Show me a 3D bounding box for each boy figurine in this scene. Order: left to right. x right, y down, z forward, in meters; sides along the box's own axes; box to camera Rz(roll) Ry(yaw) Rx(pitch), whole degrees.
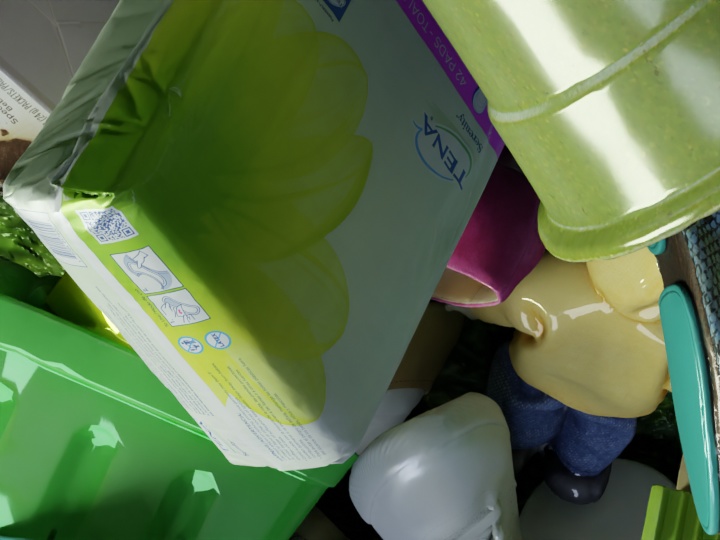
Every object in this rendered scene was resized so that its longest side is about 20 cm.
[{"bbox_3d":[0.099,0.023,0.885,0.124,0.065,0.200,18,141,0],"label":"boy figurine"}]

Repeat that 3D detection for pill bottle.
[{"bbox_3d":[0.131,0.185,1.027,0.110,0.111,0.200,3,139,18],"label":"pill bottle"}]

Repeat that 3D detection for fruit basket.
[{"bbox_3d":[-0.092,0.022,0.859,0.215,0.216,0.155,25,177,-9],"label":"fruit basket"}]

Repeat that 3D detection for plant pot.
[{"bbox_3d":[0.068,-0.138,0.629,0.190,0.200,0.200,45,136,-13],"label":"plant pot"}]

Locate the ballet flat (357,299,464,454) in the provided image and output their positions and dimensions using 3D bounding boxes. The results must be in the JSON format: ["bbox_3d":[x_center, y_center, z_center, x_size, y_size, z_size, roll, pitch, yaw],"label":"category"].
[{"bbox_3d":[-0.016,0.068,0.979,0.068,0.063,0.200,1,160,-40],"label":"ballet flat"}]

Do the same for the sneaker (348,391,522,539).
[{"bbox_3d":[0.050,0.125,0.898,0.075,0.089,0.200,-28,151,-6],"label":"sneaker"}]

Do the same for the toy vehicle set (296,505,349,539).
[{"bbox_3d":[0.021,0.214,1.087,0.200,0.027,0.124,45,156,5],"label":"toy vehicle set"}]

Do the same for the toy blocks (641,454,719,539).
[{"bbox_3d":[0.222,0.116,0.871,0.136,0.100,0.200,7,169,33],"label":"toy blocks"}]

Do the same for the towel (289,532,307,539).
[{"bbox_3d":[0.020,0.213,0.972,0.192,0.035,0.201,22,139,41],"label":"towel"}]

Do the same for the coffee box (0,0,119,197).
[{"bbox_3d":[-0.202,-0.077,0.870,0.200,0.080,0.113,-24,126,40],"label":"coffee box"}]

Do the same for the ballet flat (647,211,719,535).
[{"bbox_3d":[0.137,-0.003,0.763,0.074,0.074,0.201,-14,88,34],"label":"ballet flat"}]

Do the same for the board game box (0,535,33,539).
[{"bbox_3d":[-0.149,0.163,0.871,0.199,0.047,0.151,2,145,29],"label":"board game box"}]

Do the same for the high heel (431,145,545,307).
[{"bbox_3d":[0.000,0.000,0.870,0.199,0.096,0.067,-18,129,37],"label":"high heel"}]

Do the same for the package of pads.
[{"bbox_3d":[-0.024,-0.048,0.740,0.068,0.200,0.155,-1,139,39],"label":"package of pads"}]
